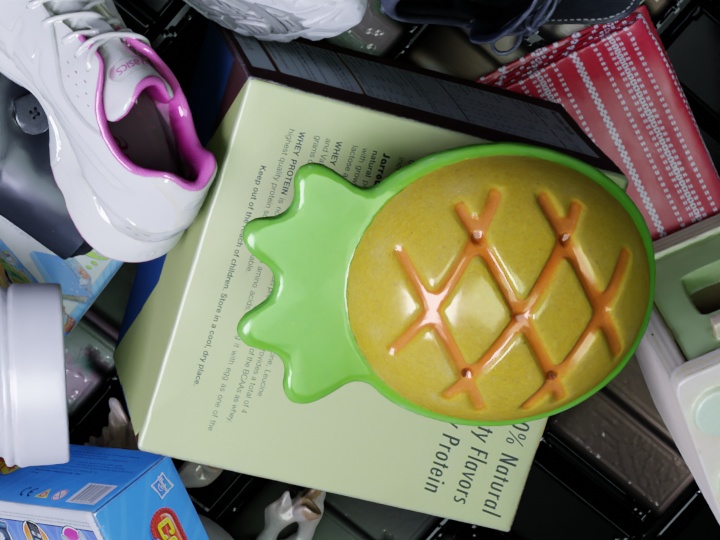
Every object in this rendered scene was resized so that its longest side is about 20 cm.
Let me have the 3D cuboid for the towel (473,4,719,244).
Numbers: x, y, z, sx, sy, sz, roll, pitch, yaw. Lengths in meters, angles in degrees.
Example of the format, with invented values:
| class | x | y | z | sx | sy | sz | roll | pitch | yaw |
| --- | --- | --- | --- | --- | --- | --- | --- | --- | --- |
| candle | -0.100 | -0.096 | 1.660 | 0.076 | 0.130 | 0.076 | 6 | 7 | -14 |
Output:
| class | x | y | z | sx | sy | sz | roll | pitch | yaw |
| --- | --- | --- | --- | --- | --- | --- | --- | --- | --- |
| towel | 0.091 | -0.039 | 1.543 | 0.199 | 0.022 | 0.145 | -26 | 110 | 1 |

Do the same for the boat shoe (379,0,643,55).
| class | x | y | z | sx | sy | sz | roll | pitch | yaw |
| --- | --- | --- | --- | --- | --- | --- | --- | --- | --- |
| boat shoe | 0.074 | -0.145 | 1.447 | 0.200 | 0.062 | 0.075 | 7 | 144 | -43 |

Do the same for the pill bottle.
| class | x | y | z | sx | sy | sz | roll | pitch | yaw |
| --- | --- | --- | --- | --- | --- | --- | --- | --- | --- |
| pill bottle | -0.245 | 0.056 | 1.409 | 0.199 | 0.120 | 0.120 | -3 | 108 | -6 |

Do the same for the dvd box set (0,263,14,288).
| class | x | y | z | sx | sy | sz | roll | pitch | yaw |
| --- | --- | --- | --- | --- | --- | --- | --- | --- | --- |
| dvd box set | -0.274 | -0.007 | 1.466 | 0.146 | 0.029 | 0.200 | -33 | 108 | 4 |

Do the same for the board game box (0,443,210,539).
| class | x | y | z | sx | sy | sz | roll | pitch | yaw |
| --- | --- | --- | --- | --- | --- | --- | --- | --- | --- |
| board game box | -0.137 | 0.187 | 1.500 | 0.056 | 0.200 | 0.196 | -37 | 114 | -33 |

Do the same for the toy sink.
| class | x | y | z | sx | sy | sz | roll | pitch | yaw |
| --- | --- | --- | --- | --- | --- | --- | --- | --- | --- |
| toy sink | 0.224 | 0.055 | 1.488 | 0.130 | 0.200 | 0.112 | -23 | 121 | 1 |

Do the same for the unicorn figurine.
| class | x | y | z | sx | sy | sz | roll | pitch | yaw |
| --- | --- | --- | --- | --- | --- | --- | --- | --- | --- |
| unicorn figurine | -0.084 | 0.160 | 1.567 | 0.200 | 0.074 | 0.137 | 41 | 109 | -3 |

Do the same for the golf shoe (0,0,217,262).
| class | x | y | z | sx | sy | sz | roll | pitch | yaw |
| --- | --- | --- | --- | --- | --- | --- | --- | --- | --- |
| golf shoe | -0.129 | -0.105 | 1.365 | 0.075 | 0.091 | 0.200 | -31 | 90 | -31 |

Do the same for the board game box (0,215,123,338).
| class | x | y | z | sx | sy | sz | roll | pitch | yaw |
| --- | --- | --- | --- | --- | --- | --- | --- | --- | --- |
| board game box | -0.222 | -0.041 | 1.497 | 0.200 | 0.034 | 0.135 | 36 | 101 | -16 |

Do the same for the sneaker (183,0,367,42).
| class | x | y | z | sx | sy | sz | roll | pitch | yaw |
| --- | --- | --- | --- | --- | --- | --- | --- | --- | --- |
| sneaker | -0.077 | -0.181 | 1.411 | 0.199 | 0.078 | 0.100 | 23 | 79 | 19 |

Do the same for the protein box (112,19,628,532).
| class | x | y | z | sx | sy | sz | roll | pitch | yaw |
| --- | --- | --- | --- | --- | --- | --- | --- | --- | --- |
| protein box | 0.000 | 0.000 | 1.456 | 0.199 | 0.135 | 0.199 | 14 | 106 | -15 |

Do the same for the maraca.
| class | x | y | z | sx | sy | sz | roll | pitch | yaw |
| --- | --- | --- | --- | --- | --- | --- | --- | --- | --- |
| maraca | 0.042 | 0.007 | 1.336 | 0.199 | 0.107 | 0.138 | 1 | 101 | -11 |

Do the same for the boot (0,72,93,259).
| class | x | y | z | sx | sy | sz | roll | pitch | yaw |
| --- | --- | --- | --- | --- | --- | --- | --- | --- | --- |
| boot | -0.200 | -0.053 | 1.409 | 0.168 | 0.076 | 0.201 | 37 | 68 | -19 |
